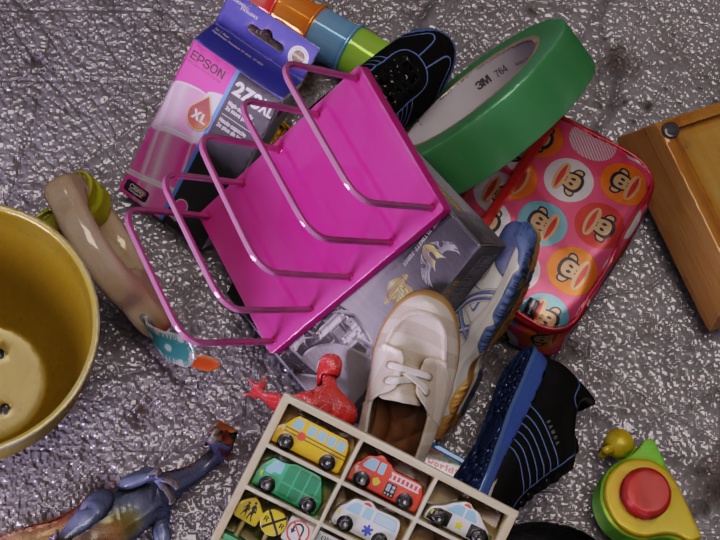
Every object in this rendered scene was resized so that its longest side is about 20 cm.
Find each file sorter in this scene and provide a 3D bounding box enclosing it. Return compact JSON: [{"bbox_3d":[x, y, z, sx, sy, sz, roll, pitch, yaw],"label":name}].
[{"bbox_3d":[-0.064,-0.047,1.120,0.125,0.200,0.140,1,55,-56],"label":"file sorter"}]

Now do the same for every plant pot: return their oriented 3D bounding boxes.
[{"bbox_3d":[-0.300,0.067,1.141,0.198,0.142,0.202,3,67,-6],"label":"plant pot"}]

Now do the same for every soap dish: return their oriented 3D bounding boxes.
[{"bbox_3d":[0.344,-0.064,1.315,0.156,0.081,0.202,-17,71,-14],"label":"soap dish"}]

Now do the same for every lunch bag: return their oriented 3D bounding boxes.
[{"bbox_3d":[0.146,-0.044,1.285,0.175,0.082,0.201,30,67,11],"label":"lunch bag"}]

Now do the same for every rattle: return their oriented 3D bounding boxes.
[{"bbox_3d":[-0.227,0.030,1.200,0.142,0.130,0.201,-31,93,-13],"label":"rattle"}]

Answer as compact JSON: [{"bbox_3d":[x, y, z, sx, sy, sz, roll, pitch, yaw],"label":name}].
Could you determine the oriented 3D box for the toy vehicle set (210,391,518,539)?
[{"bbox_3d":[0.003,0.191,1.091,0.198,0.027,0.125,27,87,-4],"label":"toy vehicle set"}]

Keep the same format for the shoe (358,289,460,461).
[{"bbox_3d":[0.034,0.113,1.127,0.069,0.202,0.053,11,21,-6],"label":"shoe"}]

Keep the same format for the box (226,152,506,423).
[{"bbox_3d":[0.000,0.000,1.182,0.159,0.201,0.048,49,25,24],"label":"box"}]

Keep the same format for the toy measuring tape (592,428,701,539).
[{"bbox_3d":[0.240,0.224,1.186,0.073,0.074,0.202,-17,70,-14],"label":"toy measuring tape"}]

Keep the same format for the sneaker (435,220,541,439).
[{"bbox_3d":[0.074,0.039,1.194,0.088,0.075,0.201,32,107,15],"label":"sneaker"}]

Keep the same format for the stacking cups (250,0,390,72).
[{"bbox_3d":[-0.026,-0.212,1.350,0.199,0.061,0.061,32,66,12],"label":"stacking cups"}]

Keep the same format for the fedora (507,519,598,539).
[{"bbox_3d":[0.142,0.283,1.132,0.198,0.092,0.203,3,66,-6],"label":"fedora"}]

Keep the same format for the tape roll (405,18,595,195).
[{"bbox_3d":[0.107,-0.135,1.250,0.200,0.200,0.048,-46,105,-22],"label":"tape roll"}]

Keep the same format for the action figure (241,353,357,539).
[{"bbox_3d":[-0.059,0.161,1.154,0.065,0.099,0.202,19,85,-32],"label":"action figure"}]

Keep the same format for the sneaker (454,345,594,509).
[{"bbox_3d":[0.129,0.160,1.183,0.078,0.070,0.201,34,63,-10],"label":"sneaker"}]

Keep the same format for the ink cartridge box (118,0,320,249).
[{"bbox_3d":[-0.122,-0.127,1.239,0.094,0.037,0.201,34,109,8],"label":"ink cartridge box"}]

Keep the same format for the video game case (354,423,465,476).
[{"bbox_3d":[-0.012,0.211,1.185,0.142,0.018,0.201,28,66,5],"label":"video game case"}]

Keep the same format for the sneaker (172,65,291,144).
[{"bbox_3d":[-0.089,-0.110,1.281,0.199,0.077,0.073,33,65,5],"label":"sneaker"}]

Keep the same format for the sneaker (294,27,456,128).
[{"bbox_3d":[0.015,-0.143,1.246,0.200,0.078,0.070,-43,97,-17],"label":"sneaker"}]

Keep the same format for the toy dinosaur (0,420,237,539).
[{"bbox_3d":[-0.183,0.175,1.143,0.198,0.106,0.182,18,38,21],"label":"toy dinosaur"}]
